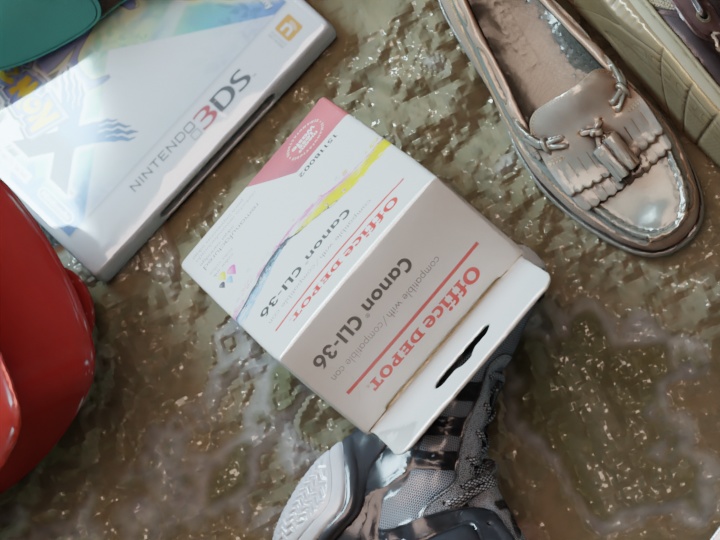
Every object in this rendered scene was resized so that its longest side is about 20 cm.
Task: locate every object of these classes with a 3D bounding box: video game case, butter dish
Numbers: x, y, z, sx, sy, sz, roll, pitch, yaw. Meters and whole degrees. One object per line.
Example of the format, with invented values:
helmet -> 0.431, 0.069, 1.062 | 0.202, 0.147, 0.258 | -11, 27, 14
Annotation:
video game case -> -0.143, -0.124, 1.516 | 0.200, 0.022, 0.182 | 43, 91, 20
butter dish -> -0.202, 0.032, 1.439 | 0.200, 0.148, 0.200 | 60, 139, 19

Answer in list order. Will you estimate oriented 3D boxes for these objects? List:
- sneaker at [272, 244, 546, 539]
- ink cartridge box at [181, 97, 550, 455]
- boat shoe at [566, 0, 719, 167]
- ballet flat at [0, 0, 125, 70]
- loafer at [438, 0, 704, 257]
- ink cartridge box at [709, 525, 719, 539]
sneaker -> 0.054, 0.092, 1.388 | 0.114, 0.075, 0.200 | 37, 90, 14
ink cartridge box -> 0.000, 0.000, 1.363 | 0.117, 0.067, 0.200 | -50, 27, -1
boat shoe -> 0.158, -0.127, 1.408 | 0.065, 0.072, 0.200 | -37, 72, -9
ballet flat -> -0.146, -0.169, 1.490 | 0.200, 0.067, 0.070 | -26, 48, 8
loafer -> 0.097, -0.092, 1.420 | 0.072, 0.063, 0.200 | -37, 71, 4
ink cartridge box -> 0.249, 0.183, 1.272 | 0.200, 0.146, 0.084 | 36, 87, 19
